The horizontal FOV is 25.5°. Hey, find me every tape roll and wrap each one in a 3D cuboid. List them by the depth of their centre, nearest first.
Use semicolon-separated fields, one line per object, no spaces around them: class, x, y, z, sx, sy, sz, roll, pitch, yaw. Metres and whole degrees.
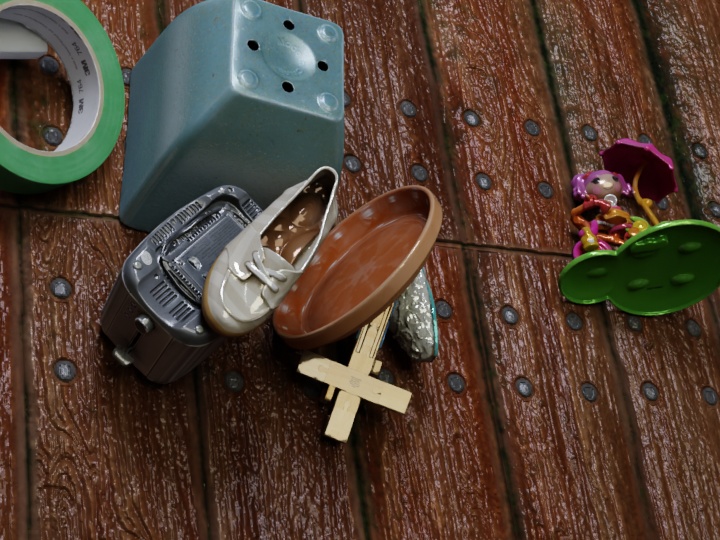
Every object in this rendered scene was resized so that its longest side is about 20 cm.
tape roll;-0.314;-0.175;1.491;0.199;0.048;0.203;16;68;-43

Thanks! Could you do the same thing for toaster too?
toaster;-0.151;0.012;1.466;0.114;0.129;0.200;44;51;1

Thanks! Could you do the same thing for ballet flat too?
ballet flat;0.036;0.010;1.620;0.071;0.072;0.202;11;51;-23

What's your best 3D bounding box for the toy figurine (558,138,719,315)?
toy figurine;0.298;-0.063;1.790;0.198;0.151;0.185;-8;49;-6

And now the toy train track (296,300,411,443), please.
toy train track;0.005;0.071;1.549;0.114;0.033;0.202;22;75;-9

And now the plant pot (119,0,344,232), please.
plant pot;-0.106;-0.154;1.546;0.194;0.200;0.198;14;56;-22

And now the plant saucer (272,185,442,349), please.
plant saucer;0.000;0.000;1.519;0.032;0.199;0.201;48;48;-22

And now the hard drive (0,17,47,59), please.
hard drive;-0.396;-0.263;1.492;0.199;0.027;0.133;-8;78;-48

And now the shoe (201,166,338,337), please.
shoe;-0.076;-0.021;1.409;0.070;0.053;0.201;38;51;-4
